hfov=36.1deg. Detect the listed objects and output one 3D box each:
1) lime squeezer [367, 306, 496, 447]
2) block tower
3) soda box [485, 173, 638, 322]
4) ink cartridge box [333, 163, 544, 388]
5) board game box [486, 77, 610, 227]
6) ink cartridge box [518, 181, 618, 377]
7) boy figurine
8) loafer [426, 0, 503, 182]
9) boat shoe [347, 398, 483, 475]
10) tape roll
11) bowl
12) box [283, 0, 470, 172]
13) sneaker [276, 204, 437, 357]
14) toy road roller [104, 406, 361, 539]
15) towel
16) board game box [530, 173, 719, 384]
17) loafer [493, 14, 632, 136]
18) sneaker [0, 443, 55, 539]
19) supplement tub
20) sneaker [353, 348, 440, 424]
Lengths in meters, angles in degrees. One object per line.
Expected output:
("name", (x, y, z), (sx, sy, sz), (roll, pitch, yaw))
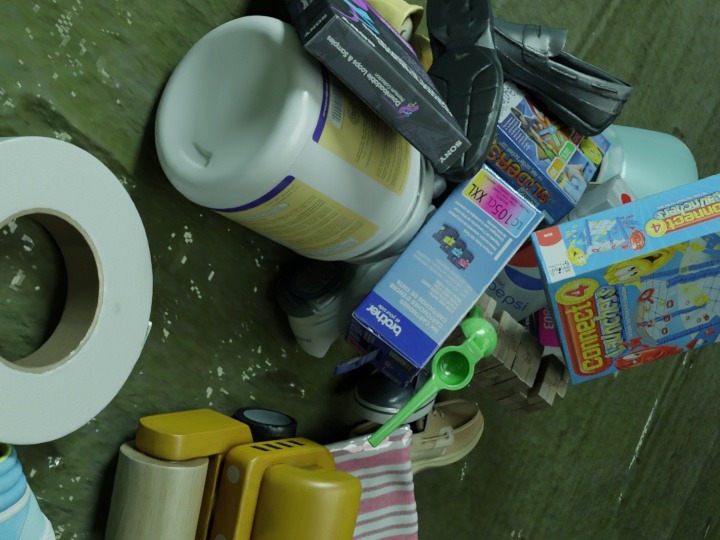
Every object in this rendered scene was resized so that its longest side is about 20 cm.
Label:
("lime squeezer", (0.074, 0.074, 0.939), (0.200, 0.070, 0.038), (-47, 115, -44))
("block tower", (0.116, 0.065, 1.071), (0.200, 0.058, 0.054), (39, 52, -18))
("soda box", (0.185, -0.011, 1.086), (0.064, 0.200, 0.068), (51, 34, -9))
("ink cartridge box", (0.057, 0.020, 0.937), (0.200, 0.076, 0.136), (-51, 175, -12))
("board game box", (0.175, -0.134, 1.096), (0.034, 0.135, 0.200), (-43, -179, 32))
("ink cartridge box", (0.198, 0.007, 1.179), (0.075, 0.164, 0.201), (-52, 141, -54))
("boy figurine", (0.045, -0.168, 1.011), (0.124, 0.064, 0.201), (-44, 137, -30))
("loafer", (0.090, -0.151, 0.930), (0.072, 0.072, 0.201), (64, 28, -54))
("boat shoe", (0.062, 0.166, 1.146), (0.200, 0.071, 0.065), (-20, 119, -46))
("tape roll", (-0.220, 0.013, 0.727), (0.202, 0.037, 0.204), (-6, 97, -55))
("bowl", (0.266, -0.085, 1.245), (0.105, 0.201, 0.202), (24, 83, -28))
("box", (0.003, -0.168, 0.828), (0.036, 0.200, 0.143), (-42, 121, 16))
("sneaker", (0.000, 0.000, 1.022), (0.200, 0.074, 0.087), (-38, 142, -30))
("toy road roller", (-0.091, 0.189, 0.894), (0.200, 0.146, 0.124), (2, 101, -53))
("towel", (-0.009, 0.251, 1.069), (0.146, 0.030, 0.201), (-15, 117, -20))
("board game box", (0.268, 0.011, 1.004), (0.200, 0.195, 0.056), (62, 13, -54))
("loafer", (0.175, -0.212, 1.080), (0.070, 0.200, 0.068), (-51, -170, 28))
("sneaker", (-0.288, 0.179, 0.696), (0.200, 0.079, 0.131), (-43, 136, -48))
("supplement tub", (-0.043, -0.091, 0.855), (0.200, 0.145, 0.146), (27, 81, -53))
("sneaker", (0.057, 0.086, 1.108), (0.200, 0.078, 0.080), (-28, 130, -57))
